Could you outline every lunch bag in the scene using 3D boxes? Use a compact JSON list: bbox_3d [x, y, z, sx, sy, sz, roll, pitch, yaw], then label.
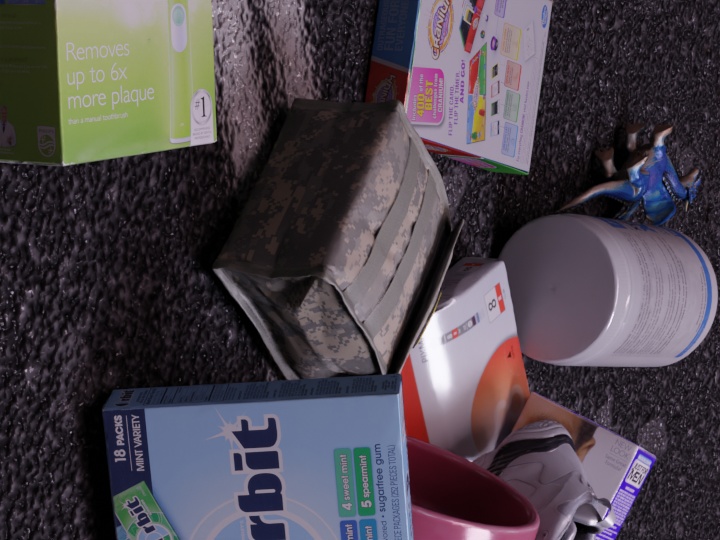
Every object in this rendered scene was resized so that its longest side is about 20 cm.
[{"bbox_3d":[0.000,0.000,1.473,0.200,0.117,0.165,59,46,-45],"label":"lunch bag"}]

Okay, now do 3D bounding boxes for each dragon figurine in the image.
[{"bbox_3d":[0.262,-0.074,1.874,0.200,0.058,0.100,-44,127,-45],"label":"dragon figurine"}]

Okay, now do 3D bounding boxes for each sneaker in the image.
[{"bbox_3d":[0.108,0.217,1.595,0.200,0.115,0.075,-38,137,0],"label":"sneaker"}]

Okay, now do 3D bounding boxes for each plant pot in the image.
[{"bbox_3d":[0.012,0.228,1.476,0.199,0.199,0.180,6,106,-54],"label":"plant pot"}]

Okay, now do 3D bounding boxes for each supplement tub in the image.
[{"bbox_3d":[0.220,0.020,1.770,0.199,0.131,0.133,6,90,-55],"label":"supplement tub"}]

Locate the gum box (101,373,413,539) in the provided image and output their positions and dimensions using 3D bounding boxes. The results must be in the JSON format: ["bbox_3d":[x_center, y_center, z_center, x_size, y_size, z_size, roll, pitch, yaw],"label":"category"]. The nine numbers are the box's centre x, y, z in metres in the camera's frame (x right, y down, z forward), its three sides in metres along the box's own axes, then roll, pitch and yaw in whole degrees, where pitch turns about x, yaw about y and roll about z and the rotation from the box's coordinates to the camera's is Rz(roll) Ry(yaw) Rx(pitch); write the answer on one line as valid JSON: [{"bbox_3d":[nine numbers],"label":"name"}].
[{"bbox_3d":[-0.065,0.162,1.343,0.045,0.198,0.171,-75,161,-75],"label":"gum box"}]

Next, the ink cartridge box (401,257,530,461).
[{"bbox_3d":[0.067,0.103,1.640,0.200,0.050,0.163,-42,127,-47],"label":"ink cartridge box"}]

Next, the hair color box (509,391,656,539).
[{"bbox_3d":[0.151,0.217,1.674,0.201,0.109,0.065,-62,153,-3],"label":"hair color box"}]

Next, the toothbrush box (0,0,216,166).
[{"bbox_3d":[-0.168,-0.173,1.240,0.145,0.086,0.202,-13,104,-53],"label":"toothbrush box"}]

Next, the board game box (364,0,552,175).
[{"bbox_3d":[0.082,-0.170,1.627,0.199,0.040,0.154,13,84,-54],"label":"board game box"}]
